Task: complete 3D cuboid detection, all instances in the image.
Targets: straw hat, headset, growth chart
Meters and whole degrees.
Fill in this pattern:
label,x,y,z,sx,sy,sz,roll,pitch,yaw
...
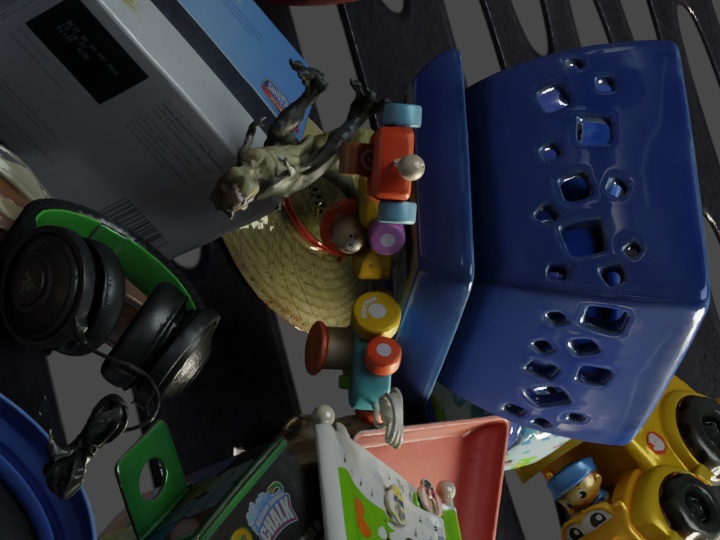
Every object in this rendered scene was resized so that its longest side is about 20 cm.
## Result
label,x,y,z,sx,sy,sz,roll,pitch,yaw
straw hat,-0.017,-0.059,1.587,0.201,0.085,0.202,37,41,-41
headset,-0.141,0.037,1.199,0.123,0.094,0.200,30,19,-22
growth chart,0.022,0.164,1.338,0.200,0.018,0.146,39,33,-54

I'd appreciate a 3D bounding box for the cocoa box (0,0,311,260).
label,x,y,z,sx,sy,sz,roll,pitch,yaw
cocoa box,-0.142,-0.124,1.387,0.200,0.133,0.132,48,35,-27

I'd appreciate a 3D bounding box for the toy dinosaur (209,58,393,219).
label,x,y,z,sx,sy,sz,roll,pitch,yaw
toy dinosaur,-0.031,-0.075,1.331,0.047,0.088,0.200,37,18,18

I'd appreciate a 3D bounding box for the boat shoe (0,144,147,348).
label,x,y,z,sx,sy,sz,roll,pitch,yaw
boat shoe,-0.184,0.004,1.303,0.200,0.076,0.072,36,45,-27

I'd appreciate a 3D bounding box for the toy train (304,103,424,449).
label,x,y,z,sx,sy,sz,roll,pitch,yaw
toy train,0.000,0.000,1.339,0.150,0.055,0.202,-133,-133,-84

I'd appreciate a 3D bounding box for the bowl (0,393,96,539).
label,x,y,z,sx,sy,sz,roll,pitch,yaw
bowl,-0.227,0.123,1.100,0.199,0.039,0.201,22,35,-17

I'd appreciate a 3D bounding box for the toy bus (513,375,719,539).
label,x,y,z,sx,sy,sz,roll,pitch,yaw
toy bus,0.185,0.142,1.741,0.192,0.136,0.200,43,38,-12

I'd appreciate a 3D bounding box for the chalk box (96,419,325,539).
label,x,y,z,sx,sy,sz,roll,pitch,yaw
chalk box,-0.085,0.185,1.277,0.201,0.123,0.125,59,32,-9

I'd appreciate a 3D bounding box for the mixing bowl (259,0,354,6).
label,x,y,z,sx,sy,sz,roll,pitch,yaw
mixing bowl,-0.059,-0.271,1.644,0.200,0.108,0.201,37,40,-39

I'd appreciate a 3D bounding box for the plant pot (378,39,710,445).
label,x,y,z,sx,sy,sz,roll,pitch,yaw
plant pot,0.107,-0.020,1.444,0.178,0.200,0.201,4,59,-9

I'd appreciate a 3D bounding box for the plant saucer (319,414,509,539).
label,x,y,z,sx,sy,sz,roll,pitch,yaw
plant saucer,0.023,0.194,1.456,0.199,0.036,0.201,0,99,-57

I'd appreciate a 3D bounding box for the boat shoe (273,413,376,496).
label,x,y,z,sx,sy,sz,roll,pitch,yaw
boat shoe,-0.032,0.131,1.465,0.064,0.072,0.199,39,21,27

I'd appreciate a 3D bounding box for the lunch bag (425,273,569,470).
label,x,y,z,sx,sy,sz,roll,pitch,yaw
lunch bag,0.088,0.044,1.619,0.082,0.161,0.202,-10,77,-20
